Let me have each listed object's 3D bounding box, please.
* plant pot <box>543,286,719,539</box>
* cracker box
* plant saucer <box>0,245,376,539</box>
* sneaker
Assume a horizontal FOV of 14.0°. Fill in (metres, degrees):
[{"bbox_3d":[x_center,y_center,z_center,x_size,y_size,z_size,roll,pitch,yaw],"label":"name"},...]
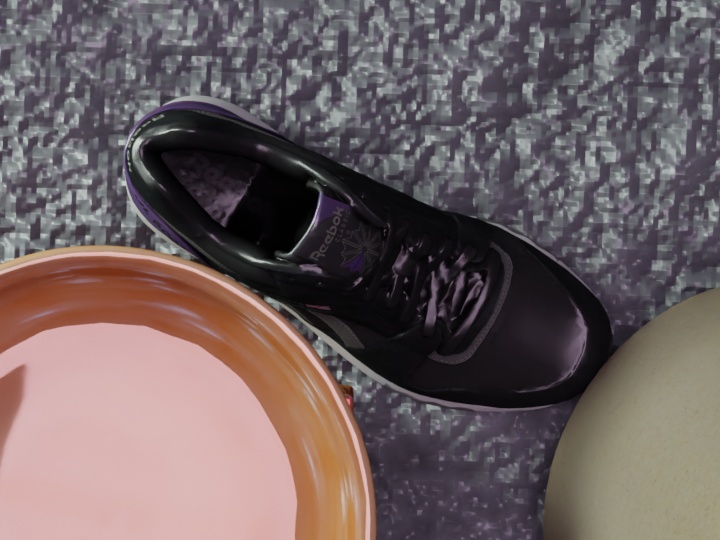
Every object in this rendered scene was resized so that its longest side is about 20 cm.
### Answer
[{"bbox_3d":[0.171,0.109,1.028,0.186,0.200,0.188,-1,99,-6],"label":"plant pot"},{"bbox_3d":[-0.070,0.143,1.112,0.133,0.058,0.201,1,92,0],"label":"cracker box"},{"bbox_3d":[-0.093,0.091,1.065,0.199,0.037,0.201,0,91,2],"label":"plant saucer"},{"bbox_3d":[0.000,0.000,1.093,0.199,0.088,0.076,24,91,-1],"label":"sneaker"}]
